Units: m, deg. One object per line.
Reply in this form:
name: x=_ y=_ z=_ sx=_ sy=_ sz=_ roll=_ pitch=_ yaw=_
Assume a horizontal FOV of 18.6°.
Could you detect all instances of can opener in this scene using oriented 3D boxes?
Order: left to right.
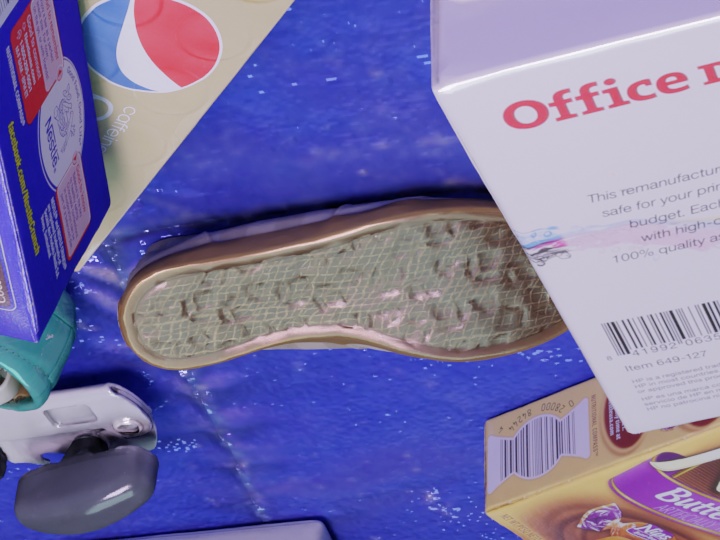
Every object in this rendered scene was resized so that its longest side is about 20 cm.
can opener: x=-0.187 y=0.092 z=1.014 sx=0.198 sy=0.067 sz=0.053 roll=-10 pitch=142 yaw=15

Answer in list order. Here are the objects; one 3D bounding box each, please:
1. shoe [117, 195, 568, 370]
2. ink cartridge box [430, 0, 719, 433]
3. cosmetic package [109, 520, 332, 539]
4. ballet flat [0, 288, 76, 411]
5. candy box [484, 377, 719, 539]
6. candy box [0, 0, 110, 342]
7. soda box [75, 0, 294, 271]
shoe: x=0.000 y=0.000 z=0.904 sx=0.198 sy=0.053 sz=0.071 roll=-4 pitch=111 yaw=0
ink cartridge box: x=0.122 y=-0.070 z=0.716 sx=0.146 sy=0.146 sz=0.200 roll=-12 pitch=142 yaw=17
cosmetic package: x=-0.081 y=0.259 z=1.126 sx=0.165 sy=0.201 sz=0.168 roll=-7 pitch=143 yaw=12
ballet flat: x=-0.220 y=0.041 z=0.942 sx=0.198 sy=0.071 sz=0.068 roll=-6 pitch=144 yaw=10
candy box: x=0.168 y=0.083 z=1.001 sx=0.199 sy=0.057 sz=0.116 roll=-26 pitch=135 yaw=30
candy box: x=-0.193 y=-0.076 z=0.716 sx=0.198 sy=0.077 sz=0.170 roll=11 pitch=137 yaw=13
soda box: x=-0.086 y=-0.083 z=0.775 sx=0.067 sy=0.064 sz=0.200 roll=19 pitch=140 yaw=-23
